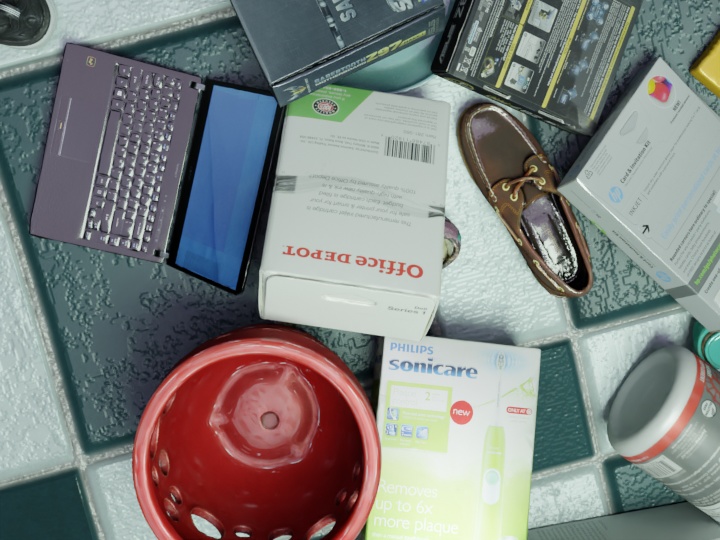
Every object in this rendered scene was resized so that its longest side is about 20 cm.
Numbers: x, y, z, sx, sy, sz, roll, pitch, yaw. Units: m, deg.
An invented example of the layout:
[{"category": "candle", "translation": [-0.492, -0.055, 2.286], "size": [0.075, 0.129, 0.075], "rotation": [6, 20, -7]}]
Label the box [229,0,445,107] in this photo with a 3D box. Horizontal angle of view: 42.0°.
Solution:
[{"category": "box", "translation": [-0.040, -0.259, 0.777], "size": [0.156, 0.051, 0.202], "rotation": [-24, 79, 0]}]

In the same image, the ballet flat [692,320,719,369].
[{"category": "ballet flat", "translation": [0.401, 0.026, 0.876], "size": [0.198, 0.071, 0.068], "rotation": [-26, 109, 13]}]

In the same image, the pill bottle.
[{"category": "pill bottle", "translation": [0.340, 0.169, 0.872], "size": [0.199, 0.116, 0.117], "rotation": [34, 94, -7]}]

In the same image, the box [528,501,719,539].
[{"category": "box", "translation": [0.248, 0.311, 0.894], "size": [0.197, 0.098, 0.126], "rotation": [-9, 97, -1]}]

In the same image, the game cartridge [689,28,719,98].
[{"category": "game cartridge", "translation": [0.435, -0.214, 0.876], "size": [0.176, 0.032, 0.201], "rotation": [37, 96, -6]}]

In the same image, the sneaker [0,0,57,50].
[{"category": "sneaker", "translation": [-0.361, -0.254, 0.790], "size": [0.198, 0.114, 0.076], "rotation": [24, 95, -5]}]

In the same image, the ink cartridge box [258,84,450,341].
[{"category": "ink cartridge box", "translation": [-0.003, -0.052, 0.795], "size": [0.144, 0.085, 0.202], "rotation": [9, 59, -3]}]

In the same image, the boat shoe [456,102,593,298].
[{"category": "boat shoe", "translation": [0.156, -0.066, 0.860], "size": [0.070, 0.070, 0.201], "rotation": [-33, 96, 3]}]

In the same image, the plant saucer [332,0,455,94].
[{"category": "plant saucer", "translation": [0.012, -0.259, 0.846], "size": [0.197, 0.036, 0.203], "rotation": [0, 96, -3]}]

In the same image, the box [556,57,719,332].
[{"category": "box", "translation": [0.296, -0.068, 0.853], "size": [0.200, 0.041, 0.156], "rotation": [41, 71, -8]}]

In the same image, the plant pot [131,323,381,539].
[{"category": "plant pot", "translation": [-0.084, 0.141, 0.815], "size": [0.197, 0.183, 0.204], "rotation": [0, 98, -2]}]

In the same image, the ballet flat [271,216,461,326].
[{"category": "ballet flat", "translation": [0.000, 0.000, 0.858], "size": [0.198, 0.071, 0.070], "rotation": [-20, 100, 0]}]

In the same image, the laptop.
[{"category": "laptop", "translation": [-0.182, -0.091, 0.822], "size": [0.197, 0.103, 0.180], "rotation": [13, 96, -11]}]

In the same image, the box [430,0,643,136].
[{"category": "box", "translation": [0.169, -0.242, 0.830], "size": [0.159, 0.049, 0.203], "rotation": [17, 96, -19]}]

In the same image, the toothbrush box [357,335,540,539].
[{"category": "toothbrush box", "translation": [0.078, 0.165, 0.855], "size": [0.143, 0.086, 0.203], "rotation": [7, 81, -3]}]
